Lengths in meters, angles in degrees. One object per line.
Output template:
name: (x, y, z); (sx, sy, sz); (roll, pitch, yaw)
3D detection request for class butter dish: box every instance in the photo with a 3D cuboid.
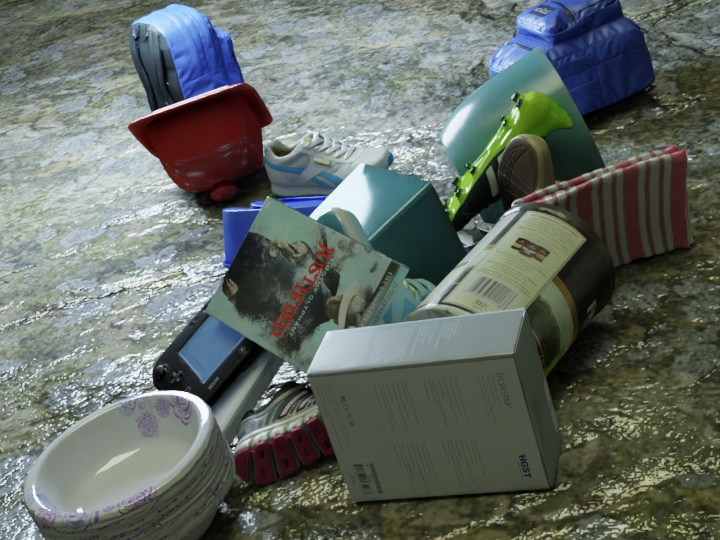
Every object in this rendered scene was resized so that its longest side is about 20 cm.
butter dish: (-0.225, -0.176, 1.962); (0.200, 0.148, 0.199); (-19, -13, 4)

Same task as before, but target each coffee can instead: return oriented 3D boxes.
coffee can: (0.150, 0.043, 1.317); (0.146, 0.147, 0.200); (7, 37, 39)

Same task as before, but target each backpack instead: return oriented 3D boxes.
backpack: (0.283, -0.298, 1.833); (0.200, 0.168, 0.163); (-29, 23, -11)
backpack: (-0.310, -0.369, 2.269); (0.168, 0.200, 0.162); (-37, 32, -30)

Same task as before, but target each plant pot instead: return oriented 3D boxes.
plant pot: (0.000, 0.000, 1.507); (0.200, 0.141, 0.141); (-43, 34, -19)
plant pot: (0.195, -0.151, 1.599); (0.161, 0.201, 0.201); (-27, 27, 7)

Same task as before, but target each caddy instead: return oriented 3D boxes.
caddy: (-0.086, -0.036, 1.657); (0.200, 0.105, 0.141); (-1, 10, 31)

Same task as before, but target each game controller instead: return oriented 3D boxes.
game controller: (-0.143, 0.068, 1.396); (0.200, 0.042, 0.104); (-50, 38, 1)

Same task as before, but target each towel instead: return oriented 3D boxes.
towel: (0.269, -0.051, 1.421); (0.200, 0.146, 0.030); (-19, 45, 0)

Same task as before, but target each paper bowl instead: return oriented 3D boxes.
paper bowl: (-0.221, 0.217, 1.275); (0.200, 0.104, 0.201); (-17, 28, 10)

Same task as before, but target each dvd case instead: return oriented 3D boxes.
dvd case: (-0.059, 0.021, 1.331); (0.200, 0.022, 0.146); (29, 89, 36)

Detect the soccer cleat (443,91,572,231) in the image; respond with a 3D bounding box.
soccer cleat: (0.167, -0.113, 1.486); (0.200, 0.081, 0.068); (-55, 13, 23)

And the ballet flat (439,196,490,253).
ballet flat: (0.111, -0.049, 1.588); (0.069, 0.071, 0.200); (-29, 29, -21)

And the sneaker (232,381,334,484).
sneaker: (-0.042, 0.146, 1.328); (0.200, 0.074, 0.087); (-23, 34, 2)

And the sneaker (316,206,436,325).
sneaker: (0.025, 0.013, 1.409); (0.130, 0.200, 0.079); (-26, 15, -39)

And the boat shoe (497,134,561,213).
boat shoe: (0.202, -0.078, 1.452); (0.065, 0.200, 0.072); (-26, 45, -18)

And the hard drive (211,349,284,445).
hard drive: (-0.144, 0.107, 1.419); (0.132, 0.027, 0.200); (21, 74, 51)

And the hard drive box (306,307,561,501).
hard drive box: (0.071, 0.129, 1.203); (0.200, 0.156, 0.077); (-7, 29, 21)

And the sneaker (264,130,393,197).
sneaker: (-0.050, -0.159, 1.876); (0.200, 0.081, 0.077); (-5, 29, 22)
